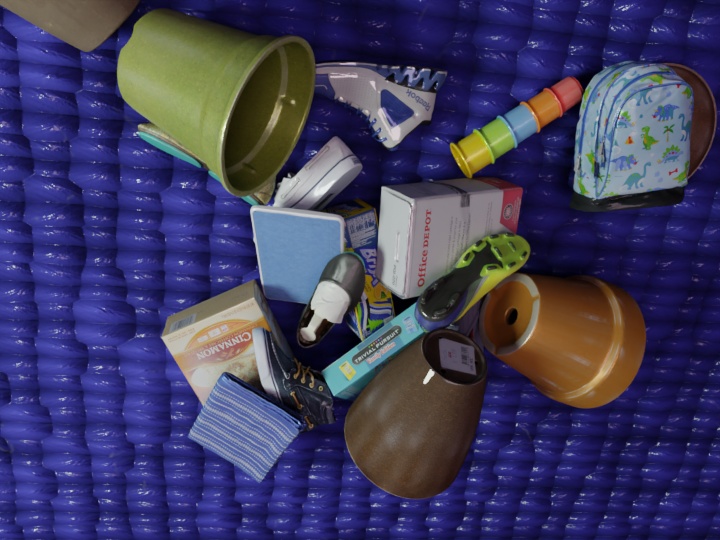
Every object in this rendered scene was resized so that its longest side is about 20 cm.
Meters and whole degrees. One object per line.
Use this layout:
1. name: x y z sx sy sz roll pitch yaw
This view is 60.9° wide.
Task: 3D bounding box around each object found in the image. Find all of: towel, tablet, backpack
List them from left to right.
1. towel: -0.177 0.243 0.927 0.144 0.024 0.200 32 130 -3
2. tablet: -0.087 -0.015 0.888 0.129 0.014 0.201 7 140 4
3. backpack: 0.378 -0.185 0.847 0.161 0.154 0.202 -5 100 1

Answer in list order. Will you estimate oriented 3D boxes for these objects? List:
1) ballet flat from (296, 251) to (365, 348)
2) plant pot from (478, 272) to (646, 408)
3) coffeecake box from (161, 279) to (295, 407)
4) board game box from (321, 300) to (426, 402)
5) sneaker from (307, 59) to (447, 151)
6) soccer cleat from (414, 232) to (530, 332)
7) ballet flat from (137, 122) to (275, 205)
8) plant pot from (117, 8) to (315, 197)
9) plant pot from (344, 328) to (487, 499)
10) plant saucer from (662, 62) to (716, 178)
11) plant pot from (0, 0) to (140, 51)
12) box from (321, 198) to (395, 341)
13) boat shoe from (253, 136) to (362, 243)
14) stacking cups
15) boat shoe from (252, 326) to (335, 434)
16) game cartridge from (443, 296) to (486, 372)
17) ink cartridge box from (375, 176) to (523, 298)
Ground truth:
1. ballet flat: -0.047 0.056 0.893 0.068 0.069 0.201 31 138 1
2. plant pot: 0.287 0.089 0.925 0.182 0.200 0.201 19 109 -26
3. coffeecake box: -0.192 0.140 0.965 0.152 0.073 0.201 -23 114 1
4. board game box: 0.056 0.133 0.967 0.199 0.047 0.151 -37 153 7
5. sneaker: 0.019 -0.225 0.840 0.197 0.081 0.116 1 110 -10
6. soccer cleat: 0.154 0.016 0.861 0.199 0.065 0.084 -35 158 -17
7. ballet flat: -0.205 -0.162 0.850 0.199 0.071 0.071 31 105 -18
8. plant pot: -0.183 -0.221 0.749 0.183 0.200 0.202 28 108 11
9. plant pot: 0.094 0.180 0.849 0.185 0.188 0.201 12 131 -12
10. plant saucer: 0.436 -0.210 0.929 0.198 0.037 0.202 -3 113 -6
11. plant pot: -0.347 -0.351 0.692 0.200 0.201 0.175 -40 129 9
12. box: 0.000 0.000 0.930 0.064 0.070 0.202 -18 114 -17
13. boat shoe: -0.087 -0.112 0.887 0.199 0.074 0.066 -38 82 14
14. stacking cups: 0.231 -0.208 0.891 0.199 0.061 0.061 -30 113 2
15. boat shoe: -0.098 0.160 0.916 0.090 0.071 0.202 -16 121 -5
16. game cartridge: 0.167 0.129 0.968 0.038 0.130 0.202 10 127 23
17. ink cartridge box: 0.127 -0.053 0.890 0.198 0.085 0.147 -10 116 -30
